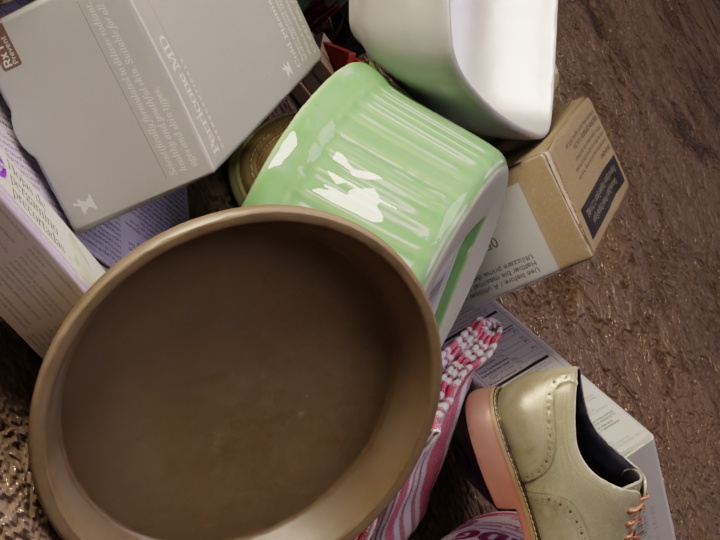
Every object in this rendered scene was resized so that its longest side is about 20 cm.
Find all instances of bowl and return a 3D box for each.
[{"bbox_3d":[0.052,-0.180,0.965,0.200,0.074,0.201,23,67,-66],"label":"bowl"}]

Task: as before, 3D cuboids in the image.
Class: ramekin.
[{"bbox_3d":[0.000,0.000,0.910,0.097,0.201,0.200,26,20,11],"label":"ramekin"}]

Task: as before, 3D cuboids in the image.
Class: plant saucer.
[{"bbox_3d":[-0.057,0.060,0.782,0.200,0.200,0.029,50,-2,-34],"label":"plant saucer"}]

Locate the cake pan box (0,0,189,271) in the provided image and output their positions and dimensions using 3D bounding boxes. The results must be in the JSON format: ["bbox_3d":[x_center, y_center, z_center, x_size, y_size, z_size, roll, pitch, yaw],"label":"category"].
[{"bbox_3d":[-0.159,-0.076,0.843,0.200,0.052,0.185,39,32,-49],"label":"cake pan box"}]

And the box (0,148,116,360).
[{"bbox_3d":[-0.136,0.012,0.769,0.200,0.041,0.039,55,11,-48],"label":"box"}]

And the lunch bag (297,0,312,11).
[{"bbox_3d":[-0.062,-0.241,1.046,0.121,0.170,0.201,8,58,-35],"label":"lunch bag"}]

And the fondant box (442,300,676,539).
[{"bbox_3d":[0.120,0.119,1.099,0.200,0.058,0.145,44,-22,50],"label":"fondant box"}]

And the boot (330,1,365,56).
[{"bbox_3d":[-0.012,-0.246,1.267,0.139,0.077,0.200,63,-5,9],"label":"boot"}]

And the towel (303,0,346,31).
[{"bbox_3d":[-0.029,-0.253,1.147,0.023,0.200,0.145,-14,79,-38],"label":"towel"}]

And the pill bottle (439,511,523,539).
[{"bbox_3d":[0.060,0.212,0.964,0.114,0.113,0.200,67,22,4],"label":"pill bottle"}]

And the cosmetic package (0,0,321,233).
[{"bbox_3d":[-0.098,-0.109,0.840,0.107,0.090,0.200,63,19,-16],"label":"cosmetic package"}]

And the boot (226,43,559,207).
[{"bbox_3d":[0.023,-0.091,1.089,0.199,0.154,0.073,-25,94,-48],"label":"boot"}]

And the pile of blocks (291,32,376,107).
[{"bbox_3d":[0.016,-0.093,1.240,0.201,0.062,0.082,61,23,-13],"label":"pile of blocks"}]

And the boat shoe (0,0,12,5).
[{"bbox_3d":[-0.159,-0.171,0.820,0.073,0.063,0.201,41,21,-14],"label":"boat shoe"}]

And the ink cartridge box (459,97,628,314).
[{"bbox_3d":[0.060,-0.026,1.088,0.075,0.199,0.165,63,23,-10],"label":"ink cartridge box"}]

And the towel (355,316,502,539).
[{"bbox_3d":[0.031,0.116,0.982,0.030,0.147,0.200,26,19,11],"label":"towel"}]

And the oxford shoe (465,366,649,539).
[{"bbox_3d":[0.129,0.147,0.936,0.201,0.073,0.071,62,20,-12],"label":"oxford shoe"}]
